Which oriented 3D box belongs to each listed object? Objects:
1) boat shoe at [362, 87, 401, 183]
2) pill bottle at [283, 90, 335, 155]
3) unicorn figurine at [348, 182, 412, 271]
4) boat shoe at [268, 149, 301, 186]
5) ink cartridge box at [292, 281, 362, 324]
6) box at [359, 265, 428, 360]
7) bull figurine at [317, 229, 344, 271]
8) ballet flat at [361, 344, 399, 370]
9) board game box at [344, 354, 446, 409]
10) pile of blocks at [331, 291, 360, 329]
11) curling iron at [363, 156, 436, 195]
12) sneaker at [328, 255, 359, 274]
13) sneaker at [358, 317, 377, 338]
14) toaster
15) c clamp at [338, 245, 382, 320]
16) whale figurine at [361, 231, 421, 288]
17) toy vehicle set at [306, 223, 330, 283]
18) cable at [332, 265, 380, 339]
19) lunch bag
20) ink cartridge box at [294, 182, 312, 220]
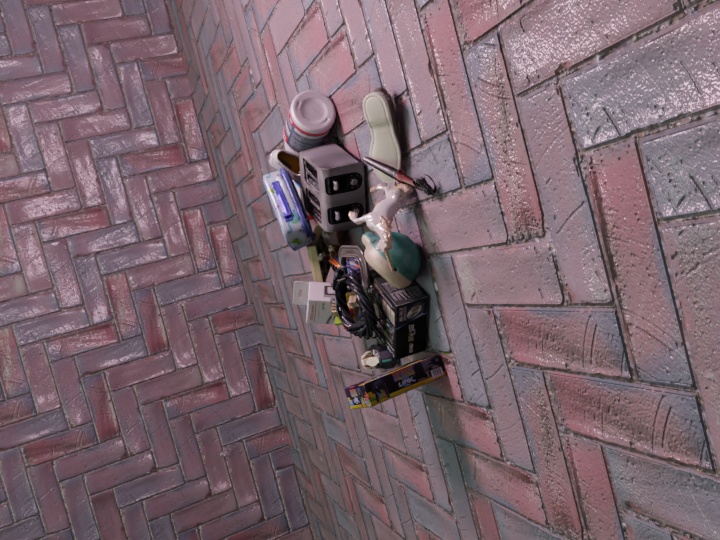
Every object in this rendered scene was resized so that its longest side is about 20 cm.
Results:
[{"bbox_3d":[0.053,-0.287,1.442,0.060,0.072,0.203,-59,-36,-51],"label":"boat shoe"},{"bbox_3d":[-0.144,-0.378,1.807,0.200,0.119,0.120,131,120,-67],"label":"pill bottle"},{"bbox_3d":[0.045,-0.115,1.442,0.137,0.201,0.074,17,167,48],"label":"unicorn figurine"},{"bbox_3d":[-0.152,-0.271,1.843,0.071,0.199,0.070,-64,23,-9],"label":"boat shoe"},{"bbox_3d":[-0.090,0.094,1.895,0.116,0.198,0.067,100,171,-51],"label":"ink cartridge box"},{"bbox_3d":[0.076,0.084,1.621,0.200,0.086,0.165,-130,31,-49],"label":"box"},{"bbox_3d":[-0.078,-0.080,1.891,0.121,0.065,0.201,-1,-100,-73],"label":"bull figurine"},{"bbox_3d":[0.040,0.242,1.866,0.200,0.073,0.074,163,91,-70],"label":"ballet flat"},{"bbox_3d":[0.078,0.261,1.586,0.057,0.199,0.165,70,159,5],"label":"board game box"},{"bbox_3d":[-0.041,0.109,1.797,0.201,0.081,0.062,95,-176,-55],"label":"pile of blocks"},{"bbox_3d":[0.081,-0.202,1.400,0.200,0.026,0.050,32,158,37],"label":"curling iron"},{"bbox_3d":[0.000,0.000,1.784,0.200,0.078,0.075,36,165,35],"label":"sneaker"},{"bbox_3d":[0.021,0.147,1.817,0.076,0.087,0.200,68,161,10],"label":"sneaker"},{"bbox_3d":[-0.072,-0.221,1.740,0.200,0.118,0.182,-133,34,-51],"label":"toaster"},{"bbox_3d":[-0.010,0.021,1.642,0.200,0.027,0.172,-160,58,-66],"label":"c clamp"},{"bbox_3d":[0.075,-0.042,1.536,0.159,0.104,0.200,41,-170,-14],"label":"whale figurine"},{"bbox_3d":[-0.113,-0.055,1.950,0.200,0.026,0.125,-76,-22,-62],"label":"toy vehicle set"},{"bbox_3d":[-0.009,0.087,1.619,0.163,0.051,0.201,49,152,24],"label":"cable"},{"bbox_3d":[-0.191,-0.162,1.806,0.161,0.082,0.201,74,173,-72],"label":"lunch bag"},{"bbox_3d":[-0.174,-0.232,2.073,0.116,0.067,0.201,-129,30,-47],"label":"ink cartridge box"}]
